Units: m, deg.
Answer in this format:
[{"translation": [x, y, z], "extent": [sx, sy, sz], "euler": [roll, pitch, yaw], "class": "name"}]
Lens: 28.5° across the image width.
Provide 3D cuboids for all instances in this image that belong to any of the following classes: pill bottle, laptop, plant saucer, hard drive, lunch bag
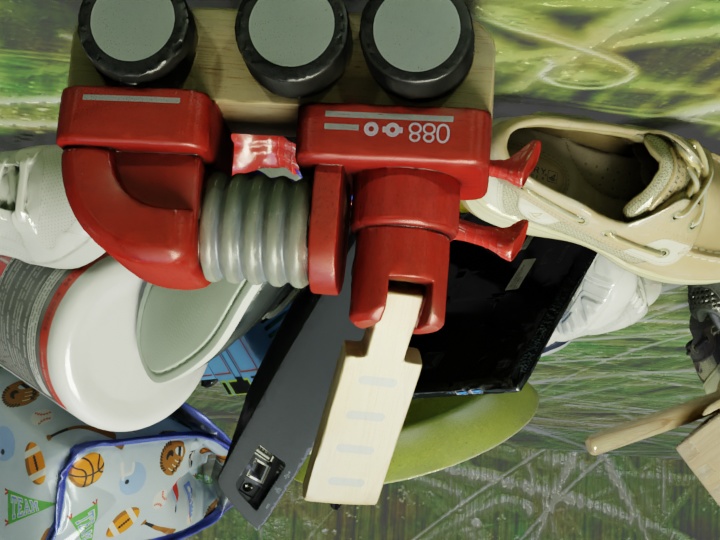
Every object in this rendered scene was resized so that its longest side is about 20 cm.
[{"translation": [-0.193, 0.022, 0.935], "extent": [0.115, 0.117, 0.199], "euler": [13, -175, -41], "class": "pill bottle"}, {"translation": [0.070, 0.050, 0.862], "extent": [0.199, 0.178, 0.104], "euler": [-8, 125, 41], "class": "laptop"}, {"translation": [0.033, 0.104, 1.056], "extent": [0.198, 0.031, 0.200], "euler": [-14, -167, 3], "class": "plant saucer"}, {"translation": [-0.019, 0.036, 0.810], "extent": [0.042, 0.201, 0.135], "euler": [28, -156, -7], "class": "hard drive"}, {"translation": [-0.195, 0.122, 1.034], "extent": [0.169, 0.125, 0.199], "euler": [31, -164, 34], "class": "lunch bag"}]

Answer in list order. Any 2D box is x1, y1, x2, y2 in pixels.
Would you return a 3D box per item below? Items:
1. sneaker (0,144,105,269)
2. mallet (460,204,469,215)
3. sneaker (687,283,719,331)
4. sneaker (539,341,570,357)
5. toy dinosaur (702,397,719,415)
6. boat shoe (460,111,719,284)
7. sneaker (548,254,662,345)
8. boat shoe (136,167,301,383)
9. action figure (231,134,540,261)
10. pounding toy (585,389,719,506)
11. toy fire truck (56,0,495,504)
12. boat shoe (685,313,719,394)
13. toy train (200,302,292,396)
[{"translation": [-0.229, -0.042, 0.827], "extent": [0.199, 0.074, 0.115], "euler": [-5, 169, 44], "class": "sneaker"}, {"translation": [0.055, -0.042, 0.837], "extent": [0.065, 0.042, 0.200], "euler": [6, 173, -26], "class": "mallet"}, {"translation": [0.255, 0.010, 0.893], "extent": [0.199, 0.087, 0.080], "euler": [13, 168, -41], "class": "sneaker"}, {"translation": [0.089, 0.027, 1.082], "extent": [0.198, 0.071, 0.108], "euler": [10, 171, -14], "class": "sneaker"}, {"translation": [0.266, 0.022, 0.796], "extent": [0.200, 0.058, 0.101], "euler": [-40, 131, 13], "class": "toy dinosaur"}, {"translation": [0.148, -0.039, 0.728], "extent": [0.198, 0.073, 0.065], "euler": [13, 168, -16], "class": "boat shoe"}, {"translation": [0.166, 0.005, 0.981], "extent": [0.098, 0.079, 0.200], "euler": [-9, 174, -8], "class": "sneaker"}, {"translation": [-0.061, -0.003, 0.805], "extent": [0.060, 0.076, 0.200], "euler": [-1, 147, -43], "class": "boat shoe"}, {"translation": [-0.013, -0.057, 0.691], "extent": [0.198, 0.066, 0.052], "euler": [15, -148, 16], "class": "action figure"}, {"translation": [0.302, 0.101, 1.009], "extent": [0.200, 0.143, 0.184], "euler": [-45, 166, 32], "class": "pounding toy"}, {"translation": [-0.034, -0.007, 0.598], "extent": [0.174, 0.202, 0.129], "euler": [3, 169, 4], "class": "toy fire truck"}, {"translation": [0.287, 0.043, 1.102], "extent": [0.072, 0.066, 0.201], "euler": [-37, 158, -13], "class": "boat shoe"}, {"translation": [-0.106, 0.030, 1.008], "extent": [0.086, 0.115, 0.199], "euler": [-35, -167, -34], "class": "toy train"}]
